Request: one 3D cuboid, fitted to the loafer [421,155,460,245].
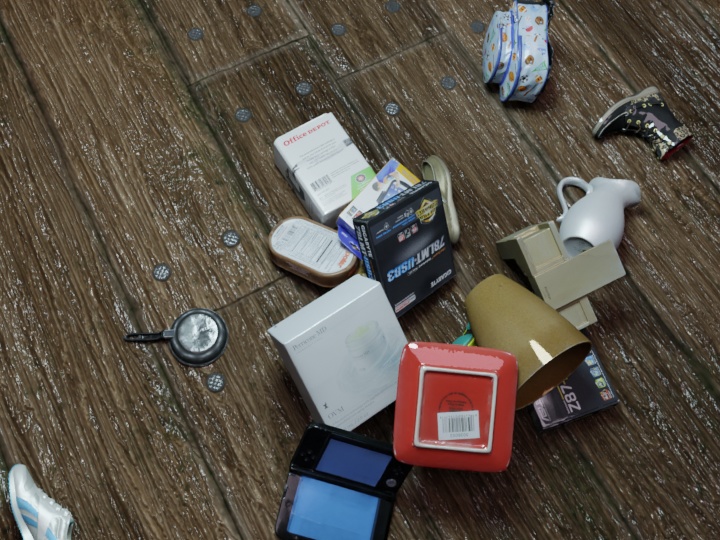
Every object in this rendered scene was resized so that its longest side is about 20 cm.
[{"bbox_3d":[0.153,-0.145,1.562,0.066,0.076,0.204,-7,66,-14],"label":"loafer"}]

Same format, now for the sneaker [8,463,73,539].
[{"bbox_3d":[-0.525,0.411,1.264,0.080,0.077,0.202,-23,75,-23],"label":"sneaker"}]

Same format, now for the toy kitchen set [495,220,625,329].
[{"bbox_3d":[0.391,-0.001,1.473,0.161,0.180,0.203,-24,91,-3],"label":"toy kitchen set"}]

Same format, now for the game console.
[{"bbox_3d":[-0.023,0.372,1.272,0.196,0.178,0.117,18,36,-10],"label":"game console"}]

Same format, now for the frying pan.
[{"bbox_3d":[-0.340,0.109,1.438,0.187,0.031,0.117,21,64,3],"label":"frying pan"}]

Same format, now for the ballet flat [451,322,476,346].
[{"bbox_3d":[0.219,0.134,1.449,0.067,0.067,0.201,41,65,-10],"label":"ballet flat"}]

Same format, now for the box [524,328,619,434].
[{"bbox_3d":[0.372,0.186,1.440,0.158,0.049,0.203,-16,67,-7],"label":"box"}]

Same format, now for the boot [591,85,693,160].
[{"bbox_3d":[0.623,-0.309,1.676,0.198,0.074,0.152,-28,70,-21],"label":"boot"}]

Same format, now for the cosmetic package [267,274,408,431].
[{"bbox_3d":[-0.025,0.148,1.336,0.197,0.123,0.203,-31,105,-15],"label":"cosmetic package"}]

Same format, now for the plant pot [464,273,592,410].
[{"bbox_3d":[0.278,0.111,1.358,0.184,0.188,0.201,-26,61,-15],"label":"plant pot"}]

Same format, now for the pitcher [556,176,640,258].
[{"bbox_3d":[0.461,-0.111,1.558,0.169,0.123,0.201,18,53,28],"label":"pitcher"}]

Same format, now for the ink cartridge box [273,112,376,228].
[{"bbox_3d":[-0.070,-0.202,1.567,0.144,0.084,0.202,-29,71,-17],"label":"ink cartridge box"}]

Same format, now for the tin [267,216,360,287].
[{"bbox_3d":[-0.093,-0.039,1.491,0.197,0.042,0.113,23,64,22],"label":"tin"}]

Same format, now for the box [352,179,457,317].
[{"bbox_3d":[0.089,-0.040,1.429,0.198,0.202,0.049,-31,26,-34],"label":"box"}]

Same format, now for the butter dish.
[{"bbox_3d":[0.154,0.223,1.291,0.195,0.148,0.204,5,90,-1],"label":"butter dish"}]

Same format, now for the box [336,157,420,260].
[{"bbox_3d":[0.045,-0.112,1.477,0.119,0.042,0.201,39,65,4],"label":"box"}]

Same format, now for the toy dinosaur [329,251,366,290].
[{"bbox_3d":[0.000,0.000,1.494,0.196,0.058,0.103,-16,66,-11],"label":"toy dinosaur"}]

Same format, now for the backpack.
[{"bbox_3d":[0.349,-0.472,1.672,0.150,0.200,0.195,-6,72,-1],"label":"backpack"}]
